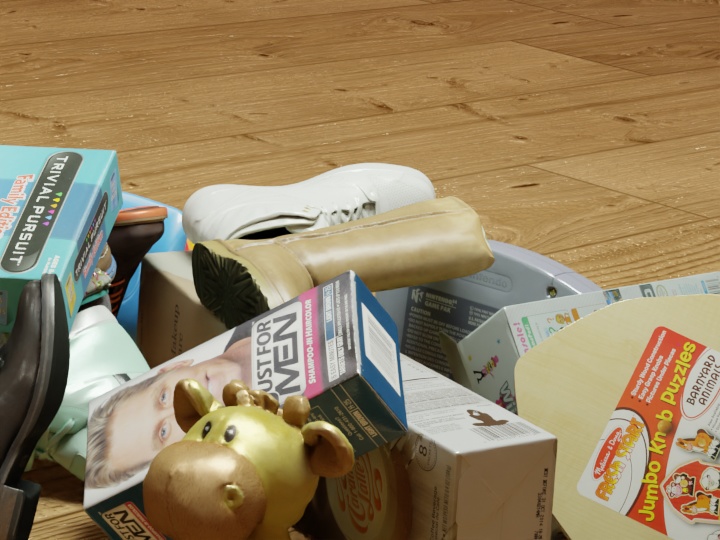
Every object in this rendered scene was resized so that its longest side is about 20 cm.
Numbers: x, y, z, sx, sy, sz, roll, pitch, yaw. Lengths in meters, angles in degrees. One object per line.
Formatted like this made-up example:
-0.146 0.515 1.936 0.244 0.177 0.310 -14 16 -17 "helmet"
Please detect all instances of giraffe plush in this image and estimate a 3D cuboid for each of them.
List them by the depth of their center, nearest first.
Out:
-0.066 0.150 1.314 0.171 0.163 0.200 7 17 9 "giraffe plush"

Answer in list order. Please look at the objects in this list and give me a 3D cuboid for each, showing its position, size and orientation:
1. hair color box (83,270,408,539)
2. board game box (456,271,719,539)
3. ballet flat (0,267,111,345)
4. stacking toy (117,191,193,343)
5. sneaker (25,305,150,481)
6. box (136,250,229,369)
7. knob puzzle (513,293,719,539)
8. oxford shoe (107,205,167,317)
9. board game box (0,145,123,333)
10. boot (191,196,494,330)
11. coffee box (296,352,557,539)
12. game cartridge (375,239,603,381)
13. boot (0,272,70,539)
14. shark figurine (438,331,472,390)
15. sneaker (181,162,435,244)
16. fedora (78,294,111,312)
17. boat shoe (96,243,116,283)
-0.072 0.090 1.477 0.199 0.061 0.100 -27 36 17 "hair color box"
0.180 0.090 1.618 0.199 0.148 0.064 -7 -20 -36 "board game box"
-0.249 0.028 1.591 0.200 0.064 0.075 -33 10 -40 "ballet flat"
-0.156 -0.005 1.978 0.109 0.117 0.200 15 7 24 "stacking toy"
-0.208 0.115 1.564 0.200 0.074 0.118 -34 71 -27 "sneaker"
-0.096 0.055 1.769 0.077 0.096 0.200 -3 16 -24 "box"
0.189 0.104 1.526 0.218 0.221 0.030 6 -21 5 "knob puzzle"
-0.191 0.003 1.811 0.071 0.073 0.200 -9 -13 -29 "oxford shoe"
-0.270 -0.025 1.576 0.198 0.047 0.151 3 36 9 "board game box"
0.000 0.000 1.664 0.199 0.067 0.175 -9 25 -19 "boot"
0.031 0.129 1.510 0.079 0.115 0.200 -7 18 -32 "coffee box"
0.095 0.047 1.777 0.199 0.134 0.041 17 12 36 "game cartridge"
-0.274 0.084 1.462 0.173 0.201 0.069 12 -9 4 "boot"
0.114 0.104 1.673 0.127 0.090 0.215 4 18 -6 "shark figurine"
-0.024 -0.028 1.805 0.199 0.074 0.116 -8 20 -16 "sneaker"
-0.267 0.055 1.717 0.176 0.091 0.200 -3 29 -15 "fedora"
-0.268 -0.015 1.670 0.199 0.073 0.072 -4 31 -14 "boat shoe"
